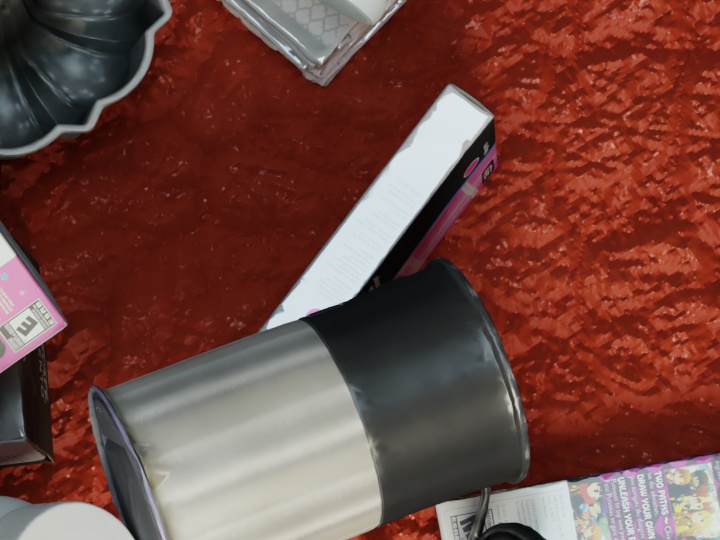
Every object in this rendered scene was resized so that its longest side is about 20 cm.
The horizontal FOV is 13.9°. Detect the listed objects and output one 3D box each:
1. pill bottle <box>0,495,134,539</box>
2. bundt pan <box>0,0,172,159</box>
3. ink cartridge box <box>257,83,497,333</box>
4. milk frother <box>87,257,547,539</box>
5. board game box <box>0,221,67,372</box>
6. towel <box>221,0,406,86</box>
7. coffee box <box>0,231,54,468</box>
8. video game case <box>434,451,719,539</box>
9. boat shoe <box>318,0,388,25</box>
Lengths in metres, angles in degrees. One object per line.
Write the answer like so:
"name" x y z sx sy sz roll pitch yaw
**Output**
"pill bottle" -0.201 0.169 1.451 0.200 0.109 0.110 -12 71 44
"bundt pan" -0.201 -0.148 1.582 0.201 0.076 0.203 2 77 -7
"ink cartridge box" 0.000 0.000 1.533 0.037 0.095 0.200 38 82 11
"milk frother" -0.007 0.128 1.424 0.187 0.181 0.200 -20 57 -13
"board game box" -0.267 0.022 1.440 0.200 0.064 0.148 -35 119 -1
"towel" -0.032 -0.232 1.625 0.200 0.032 0.191 40 82 11
"coffee box" -0.268 0.052 1.548 0.199 0.080 0.114 -6 77 3
"video game case" 0.142 0.201 1.503 0.180 0.036 0.201 -11 76 2
"boat shoe" -0.045 -0.221 1.570 0.200 0.071 0.091 39 87 13
